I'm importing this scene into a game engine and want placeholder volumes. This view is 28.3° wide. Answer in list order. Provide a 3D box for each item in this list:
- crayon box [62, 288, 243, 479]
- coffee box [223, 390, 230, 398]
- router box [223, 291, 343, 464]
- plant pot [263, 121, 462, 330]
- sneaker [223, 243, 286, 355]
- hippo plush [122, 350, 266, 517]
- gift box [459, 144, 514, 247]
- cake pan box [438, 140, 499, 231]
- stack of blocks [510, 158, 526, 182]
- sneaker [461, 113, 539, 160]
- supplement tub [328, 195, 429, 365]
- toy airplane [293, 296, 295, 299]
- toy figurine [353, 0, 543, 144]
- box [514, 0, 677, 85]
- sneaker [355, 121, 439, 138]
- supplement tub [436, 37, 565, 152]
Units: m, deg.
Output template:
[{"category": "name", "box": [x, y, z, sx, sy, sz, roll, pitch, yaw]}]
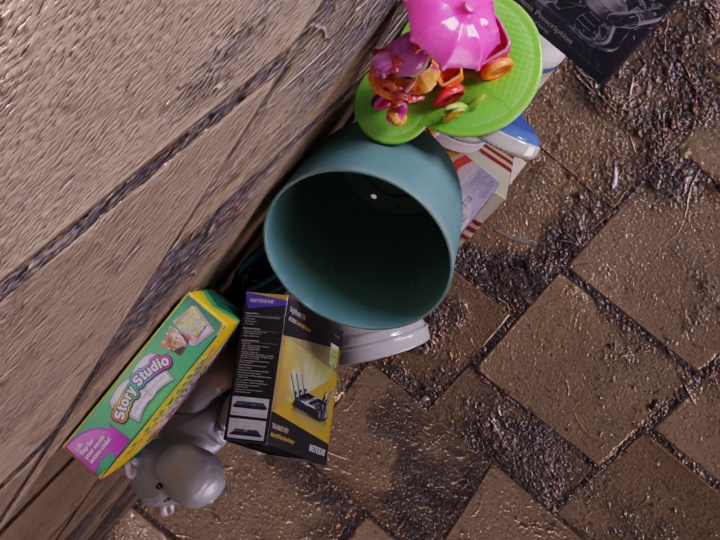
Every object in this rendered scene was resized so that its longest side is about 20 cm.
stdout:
[{"category": "crayon box", "box": [-0.207, 0.113, 1.485, 0.200, 0.058, 0.173, -51, 179, 3]}, {"category": "coffee box", "box": [-0.130, 0.143, 1.766, 0.123, 0.044, 0.200, -22, 169, -33]}, {"category": "router box", "box": [-0.080, 0.122, 1.557, 0.200, 0.052, 0.158, 38, 58, -69]}, {"category": "plant pot", "box": [0.018, -0.066, 1.496, 0.201, 0.200, 0.161, -52, -171, 41]}, {"category": "sneaker", "box": [-0.126, 0.021, 1.637, 0.200, 0.073, 0.082, -49, 153, 22]}, {"category": "hippo plush", "box": [-0.204, 0.182, 1.621, 0.199, 0.160, 0.161, 3, -138, 38]}, {"category": "gift box", "box": [0.102, -0.146, 2.043, 0.185, 0.186, 0.200, -49, -165, 34]}, {"category": "cake pan box", "box": [0.058, -0.102, 1.858, 0.200, 0.184, 0.052, -47, 175, -34]}, {"category": "stack of blocks", "box": [0.155, -0.199, 2.207, 0.059, 0.200, 0.115, -49, 179, -32]}, {"category": "sneaker", "box": [0.126, -0.205, 1.447, 0.077, 0.200, 0.111, 11, 118, -53]}, {"category": "supplement tub", "box": [0.000, 0.000, 1.709, 0.140, 0.201, 0.140, -14, -175, 1]}, {"category": "toy airplane", "box": [-0.051, -0.026, 1.935, 0.198, 0.142, 0.200, -13, -169, 3]}, {"category": "toy figurine", "box": [0.064, -0.204, 1.328, 0.199, 0.151, 0.184, -27, 168, 9]}, {"category": "box", "box": [0.247, -0.335, 1.523, 0.104, 0.200, 0.182, -49, 178, -36]}, {"category": "sneaker", "box": [0.024, -0.161, 1.626, 0.200, 0.077, 0.078, -27, -169, 43]}, {"category": "supplement tub", "box": [0.163, -0.263, 1.854, 0.200, 0.144, 0.145, -52, 178, 42]}]
